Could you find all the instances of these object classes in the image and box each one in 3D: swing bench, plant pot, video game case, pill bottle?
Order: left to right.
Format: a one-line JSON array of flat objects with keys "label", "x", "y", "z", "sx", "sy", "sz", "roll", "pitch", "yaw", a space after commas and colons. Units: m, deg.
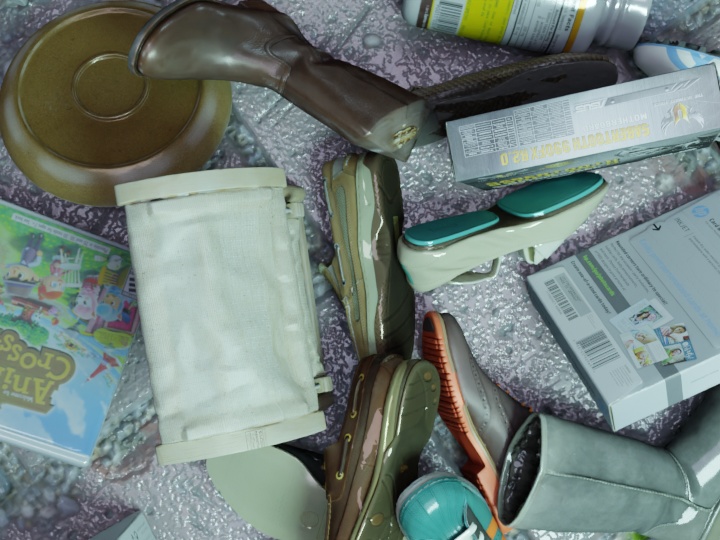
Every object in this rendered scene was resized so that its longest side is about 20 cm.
[{"label": "video game case", "x": -0.282, "y": 0.039, "z": 0.795, "sx": 0.199, "sy": 0.022, "sz": 0.183, "roll": 21, "pitch": 68, "yaw": -14}, {"label": "plant pot", "x": -0.209, "y": -0.150, "z": 0.840, "sx": 0.198, "sy": 0.028, "sz": 0.202, "roll": 0, "pitch": 69, "yaw": -1}, {"label": "swing bench", "x": -0.097, "y": 0.030, "z": 0.786, "sx": 0.129, "sy": 0.200, "sz": 0.201, "roll": -9, "pitch": 90, "yaw": -1}, {"label": "pill bottle", "x": 0.140, "y": -0.244, "z": 0.840, "sx": 0.198, "sy": 0.109, "sz": 0.110, "roll": 12, "pitch": 89, "yaw": -1}]

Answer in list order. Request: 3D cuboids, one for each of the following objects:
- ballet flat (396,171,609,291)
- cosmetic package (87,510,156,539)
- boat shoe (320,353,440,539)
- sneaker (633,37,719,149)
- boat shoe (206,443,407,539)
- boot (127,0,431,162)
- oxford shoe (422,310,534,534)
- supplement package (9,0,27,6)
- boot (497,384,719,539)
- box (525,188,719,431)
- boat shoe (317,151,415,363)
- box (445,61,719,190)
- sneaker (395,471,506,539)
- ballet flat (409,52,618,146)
[{"label": "ballet flat", "x": 0.125, "y": -0.029, "z": 0.859, "sx": 0.199, "sy": 0.069, "sz": 0.070, "roll": -17, "pitch": 89, "yaw": -13}, {"label": "cosmetic package", "x": -0.230, "y": 0.346, "z": 0.819, "sx": 0.198, "sy": 0.123, "sz": 0.201, "roll": -30, "pitch": 91, "yaw": -1}, {"label": "boat shoe", "x": 0.005, "y": 0.164, "z": 0.798, "sx": 0.067, "sy": 0.072, "sz": 0.202, "roll": 12, "pitch": 82, "yaw": 34}, {"label": "sneaker", "x": 0.319, "y": -0.135, "z": 0.862, "sx": 0.199, "sy": 0.072, "sz": 0.073, "roll": 33, "pitch": 96, "yaw": 3}, {"label": "boat shoe", "x": -0.037, "y": 0.195, "z": 0.855, "sx": 0.200, "sy": 0.063, "sz": 0.074, "roll": 24, "pitch": 105, "yaw": 3}, {"label": "boot", "x": -0.056, "y": -0.144, "z": 0.789, "sx": 0.200, "sy": 0.186, "sz": 0.064, "roll": 38, "pitch": 130, "yaw": 18}, {"label": "oxford shoe", "x": 0.109, "y": 0.121, "z": 0.860, "sx": 0.072, "sy": 0.071, "sz": 0.201, "roll": -23, "pitch": 98, "yaw": -11}, {"label": "supplement package", "x": -0.330, "y": -0.353, "z": 0.794, "sx": 0.146, "sy": 0.191, "sz": 0.201, "roll": 19, "pitch": 88, "yaw": 0}, {"label": "boot", "x": 0.226, "y": 0.148, "z": 0.832, "sx": 0.199, "sy": 0.073, "sz": 0.183, "roll": 19, "pitch": 88, "yaw": -13}, {"label": "box", "x": 0.260, "y": 0.025, "z": 0.825, "sx": 0.199, "sy": 0.041, "sz": 0.156, "roll": -25, "pitch": 45, "yaw": -1}, {"label": "boat shoe", "x": 0.000, "y": 0.000, "z": 0.863, "sx": 0.076, "sy": 0.072, "sz": 0.202, "roll": -3, "pitch": 89, "yaw": 25}, {"label": "box", "x": 0.179, "y": -0.108, "z": 0.790, "sx": 0.198, "sy": 0.158, "sz": 0.049, "roll": -11, "pitch": 90, "yaw": 15}, {"label": "sneaker", "x": 0.097, "y": 0.237, "z": 0.795, "sx": 0.071, "sy": 0.080, "sz": 0.200, "roll": -37, "pitch": 127, "yaw": -4}, {"label": "ballet flat", "x": 0.118, "y": -0.154, "z": 0.853, "sx": 0.199, "sy": 0.068, "sz": 0.047, "roll": -13, "pitch": 50, "yaw": 15}]
